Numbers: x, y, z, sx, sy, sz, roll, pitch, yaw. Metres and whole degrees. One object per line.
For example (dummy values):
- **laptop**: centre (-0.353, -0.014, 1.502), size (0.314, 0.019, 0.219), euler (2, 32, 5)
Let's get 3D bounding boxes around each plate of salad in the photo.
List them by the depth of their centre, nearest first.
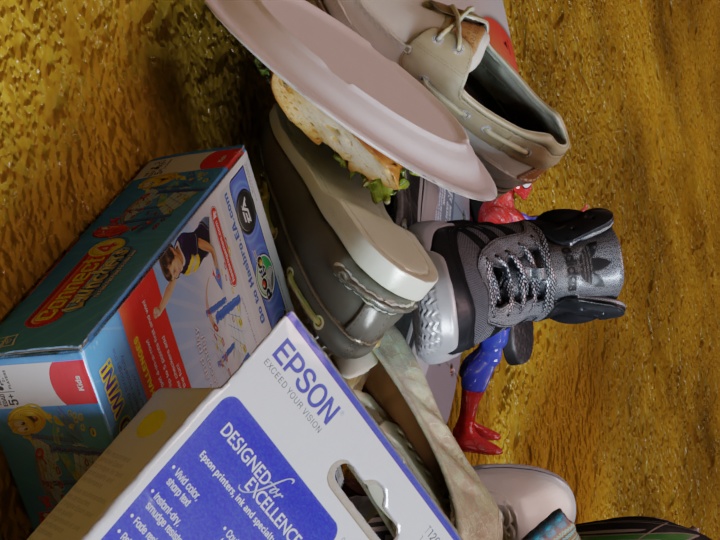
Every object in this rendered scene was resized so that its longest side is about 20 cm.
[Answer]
- **plate of salad**: centre (-0.012, -0.093, 0.966), size (0.048, 0.200, 0.200), euler (-53, 164, 15)

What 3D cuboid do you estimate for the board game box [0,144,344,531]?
- **board game box**: centre (-0.084, 0.074, 0.848), size (0.196, 0.056, 0.200), euler (-58, 137, -57)

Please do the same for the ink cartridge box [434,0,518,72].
- **ink cartridge box**: centre (0.048, -0.166, 1.186), size (0.200, 0.050, 0.163), euler (28, 47, -63)

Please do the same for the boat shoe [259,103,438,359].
- **boat shoe**: centre (-0.021, -0.026, 0.958), size (0.072, 0.060, 0.202), euler (26, 18, -29)

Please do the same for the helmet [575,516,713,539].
- **helmet**: centre (0.202, 0.276, 1.337), size (0.200, 0.190, 0.201), euler (-5, 90, -68)

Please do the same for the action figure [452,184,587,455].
- **action figure**: centre (0.119, 0.024, 1.235), size (0.065, 0.099, 0.201), euler (-87, -179, -81)

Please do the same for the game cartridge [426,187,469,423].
- **game cartridge**: centre (0.035, -0.005, 1.197), size (0.133, 0.040, 0.201), euler (47, 43, -52)

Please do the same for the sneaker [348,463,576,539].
- **sneaker**: centre (0.056, 0.154, 1.038), size (0.200, 0.071, 0.073), euler (-8, 91, -35)

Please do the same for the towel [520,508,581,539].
- **towel**: centre (0.066, 0.239, 1.055), size (0.022, 0.200, 0.147), euler (45, -7, 39)

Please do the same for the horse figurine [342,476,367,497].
- **horse figurine**: centre (0.059, 0.191, 1.117), size (0.132, 0.050, 0.200), euler (-39, 116, -31)

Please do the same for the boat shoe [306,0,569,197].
- **boat shoe**: centre (0.049, -0.131, 1.089), size (0.200, 0.068, 0.075), euler (44, 44, -24)

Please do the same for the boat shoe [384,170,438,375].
- **boat shoe**: centre (0.000, 0.000, 1.074), size (0.071, 0.072, 0.200), euler (45, 39, -43)

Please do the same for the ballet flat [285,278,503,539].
- **ballet flat**: centre (0.008, 0.077, 0.968), size (0.200, 0.067, 0.062), euler (53, 22, 18)

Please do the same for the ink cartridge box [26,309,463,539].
- **ink cartridge box**: centre (-0.054, 0.150, 0.766), size (0.200, 0.047, 0.198), euler (-50, 125, -22)

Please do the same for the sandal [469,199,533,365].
- **sandal**: centre (0.090, -0.017, 1.341), size (0.075, 0.045, 0.201), euler (54, 23, -61)

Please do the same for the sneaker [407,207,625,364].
- **sneaker**: centre (0.089, 0.002, 1.003), size (0.200, 0.113, 0.076), euler (-38, 122, -78)
